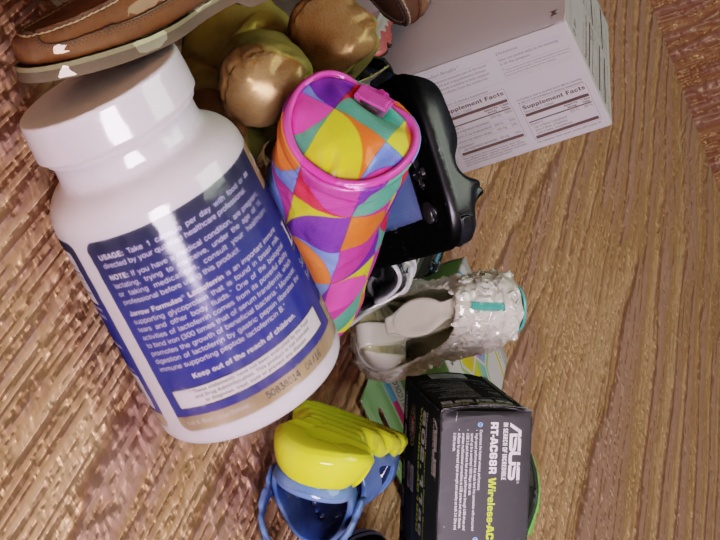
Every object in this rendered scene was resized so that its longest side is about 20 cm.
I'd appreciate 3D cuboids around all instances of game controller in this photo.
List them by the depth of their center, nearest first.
[{"bbox_3d":[0.021,-0.058,1.109,0.105,0.042,0.200,65,-16,-3],"label":"game controller"}]

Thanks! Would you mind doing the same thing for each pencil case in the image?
[{"bbox_3d":[-0.022,-0.032,1.072,0.200,0.088,0.089,112,-24,-59],"label":"pencil case"}]

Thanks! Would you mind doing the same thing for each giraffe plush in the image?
[{"bbox_3d":[-0.087,-0.155,1.122,0.162,0.172,0.200,51,32,2],"label":"giraffe plush"}]

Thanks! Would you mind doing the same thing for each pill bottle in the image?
[{"bbox_3d":[-0.099,-0.016,0.995,0.116,0.115,0.201,-71,140,-58],"label":"pill bottle"}]

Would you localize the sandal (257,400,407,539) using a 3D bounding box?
[{"bbox_3d":[-0.023,0.136,1.165,0.200,0.079,0.088,-7,114,-76],"label":"sandal"}]

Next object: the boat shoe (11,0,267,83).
[{"bbox_3d":[-0.109,-0.162,0.978,0.199,0.072,0.068,-32,118,-35],"label":"boat shoe"}]

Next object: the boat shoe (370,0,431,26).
[{"bbox_3d":[-0.025,-0.221,1.153,0.072,0.076,0.200,-51,129,-12],"label":"boat shoe"}]

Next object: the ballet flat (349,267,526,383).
[{"bbox_3d":[0.035,0.036,1.270,0.071,0.200,0.072,10,72,-31],"label":"ballet flat"}]

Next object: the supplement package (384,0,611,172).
[{"bbox_3d":[0.100,-0.178,1.538,0.156,0.199,0.111,-83,150,-49],"label":"supplement package"}]

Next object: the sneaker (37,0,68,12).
[{"bbox_3d":[-0.164,-0.201,0.989,0.088,0.075,0.200,-56,154,-7],"label":"sneaker"}]

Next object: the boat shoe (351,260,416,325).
[{"bbox_3d":[0.000,0.000,1.236,0.200,0.068,0.073,-23,119,-55],"label":"boat shoe"}]

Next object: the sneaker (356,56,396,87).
[{"bbox_3d":[-0.024,-0.129,1.241,0.200,0.078,0.070,40,33,-5],"label":"sneaker"}]

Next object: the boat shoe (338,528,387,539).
[{"bbox_3d":[0.002,0.214,1.151,0.199,0.068,0.074,-31,104,-70],"label":"boat shoe"}]

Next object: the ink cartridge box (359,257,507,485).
[{"bbox_3d":[0.062,0.085,1.430,0.200,0.059,0.104,-68,137,-61],"label":"ink cartridge box"}]

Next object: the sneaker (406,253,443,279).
[{"bbox_3d":[0.040,-0.019,1.438,0.200,0.073,0.082,-73,143,-56],"label":"sneaker"}]

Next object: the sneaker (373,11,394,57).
[{"bbox_3d":[-0.004,-0.234,1.493,0.087,0.073,0.200,61,22,-21],"label":"sneaker"}]

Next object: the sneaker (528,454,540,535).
[{"bbox_3d":[0.096,0.183,1.419,0.201,0.076,0.084,-87,156,-46],"label":"sneaker"}]

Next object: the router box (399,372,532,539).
[{"bbox_3d":[0.065,0.176,1.197,0.150,0.062,0.202,-152,-117,-81],"label":"router box"}]

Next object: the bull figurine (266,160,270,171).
[{"bbox_3d":[-0.016,-0.084,1.353,0.121,0.065,0.201,47,31,-46],"label":"bull figurine"}]

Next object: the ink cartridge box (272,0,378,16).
[{"bbox_3d":[-0.061,-0.258,1.280,0.200,0.124,0.129,49,30,-47],"label":"ink cartridge box"}]
